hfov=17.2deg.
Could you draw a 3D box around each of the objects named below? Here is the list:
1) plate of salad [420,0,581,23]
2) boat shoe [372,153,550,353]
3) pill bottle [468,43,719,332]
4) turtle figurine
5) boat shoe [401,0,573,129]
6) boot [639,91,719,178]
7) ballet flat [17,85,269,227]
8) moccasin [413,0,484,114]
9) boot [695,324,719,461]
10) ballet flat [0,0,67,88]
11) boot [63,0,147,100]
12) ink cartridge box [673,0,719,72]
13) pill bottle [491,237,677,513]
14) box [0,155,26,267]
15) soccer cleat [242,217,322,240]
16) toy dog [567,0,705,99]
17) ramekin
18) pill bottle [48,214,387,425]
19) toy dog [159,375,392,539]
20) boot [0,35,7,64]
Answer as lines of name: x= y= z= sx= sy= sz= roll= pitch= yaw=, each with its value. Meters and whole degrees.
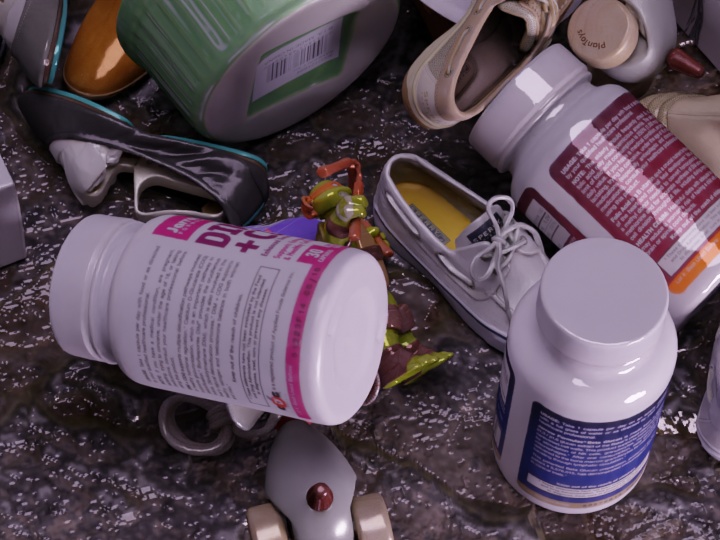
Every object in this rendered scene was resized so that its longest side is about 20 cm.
plate of salad: x=0.084 y=-0.259 z=1.760 sx=0.199 sy=0.048 sz=0.201 roll=11 pitch=63 yaw=-23
boat shoe: x=0.090 y=-0.017 z=1.678 sx=0.074 sy=0.086 sz=0.202 roll=-37 pitch=66 yaw=-23
pill bottle: x=0.178 y=-0.057 z=1.670 sx=0.200 sy=0.114 sz=0.114 roll=45 pitch=65 yaw=9
turtle figurine: x=0.000 y=0.000 z=1.628 sx=0.064 sy=0.200 sz=0.162 roll=-27 pitch=82 yaw=0
boat shoe: x=0.111 y=-0.178 z=1.684 sx=0.200 sy=0.065 sz=0.072 roll=-49 pitch=113 yaw=-19
boot: x=0.306 y=-0.079 z=1.726 sx=0.155 sy=0.199 sz=0.073 roll=2 pitch=74 yaw=46
ballet flat: x=-0.164 y=-0.076 z=1.719 sx=0.199 sy=0.068 sz=0.069 roll=17 pitch=67 yaw=9
moccasin: x=0.098 y=-0.186 z=1.788 sx=0.073 sy=0.078 sz=0.202 roll=-1 pitch=52 yaw=-30
boot: x=0.288 y=0.033 z=1.649 sx=0.073 sy=0.096 sz=0.201 roll=18 pitch=58 yaw=9
ballet flat: x=-0.245 y=-0.199 z=1.766 sx=0.063 sy=0.068 sz=0.201 roll=14 pitch=33 yaw=-9
boot: x=-0.162 y=-0.237 z=1.773 sx=0.070 sy=0.144 sz=0.202 roll=27 pitch=60 yaw=15
ink cartridge box: x=0.321 y=-0.220 z=1.820 sx=0.146 sy=0.083 sz=0.200 roll=-28 pitch=63 yaw=-18
pill bottle: x=0.148 y=0.067 z=1.559 sx=0.110 sy=0.200 sz=0.112 roll=1 pitch=57 yaw=-2
box: x=-0.351 y=-0.047 z=1.671 sx=0.199 sy=0.098 sz=0.125 roll=-21 pitch=60 yaw=-14
soccer cleat: x=-0.106 y=0.000 z=1.666 sx=0.199 sy=0.073 sz=0.068 roll=-17 pitch=58 yaw=-14
toy dog: x=0.220 y=-0.213 z=1.718 sx=0.096 sy=0.202 sz=0.132 roll=15 pitch=13 yaw=21
ramekin: x=-0.067 y=-0.183 z=1.717 sx=0.199 sy=0.200 sz=0.098 roll=-28 pitch=70 yaw=-19
pill bottle: x=-0.093 y=0.026 z=1.535 sx=0.199 sy=0.114 sz=0.114 roll=11 pitch=56 yaw=22
toy dog: x=-0.042 y=0.111 z=1.575 sx=0.131 sy=0.097 sz=0.200 roll=-27 pitch=62 yaw=-19
boot: x=-0.322 y=-0.188 z=1.701 sx=0.065 sy=0.201 sz=0.165 roll=34 pitch=62 yaw=18
